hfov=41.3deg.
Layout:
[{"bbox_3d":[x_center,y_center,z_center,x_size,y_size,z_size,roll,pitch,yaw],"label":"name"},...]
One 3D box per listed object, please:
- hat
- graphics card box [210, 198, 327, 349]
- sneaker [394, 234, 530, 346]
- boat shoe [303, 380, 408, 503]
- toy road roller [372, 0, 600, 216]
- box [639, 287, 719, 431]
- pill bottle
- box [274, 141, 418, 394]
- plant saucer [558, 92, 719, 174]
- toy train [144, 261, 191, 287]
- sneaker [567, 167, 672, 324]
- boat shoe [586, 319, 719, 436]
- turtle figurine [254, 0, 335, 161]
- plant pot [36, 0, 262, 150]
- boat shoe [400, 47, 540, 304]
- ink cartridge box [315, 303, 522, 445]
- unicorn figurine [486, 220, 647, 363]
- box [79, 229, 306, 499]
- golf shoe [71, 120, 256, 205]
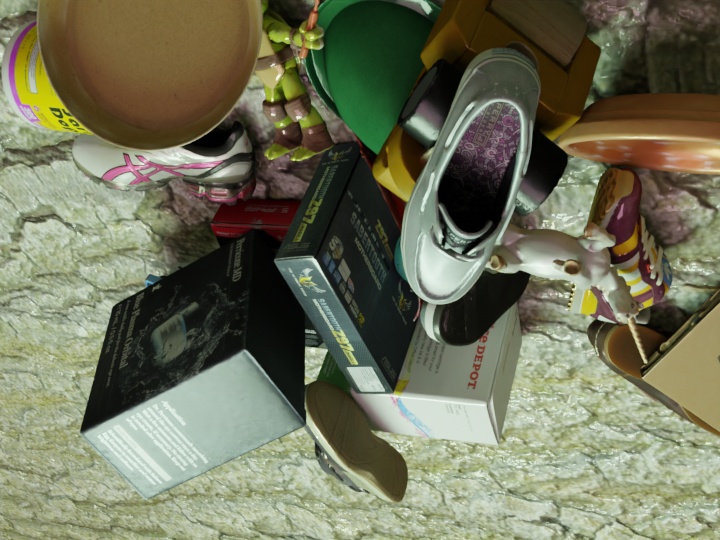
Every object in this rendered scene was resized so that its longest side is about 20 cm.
[{"bbox_3d":[0.016,-0.111,0.805,0.197,0.178,0.166,28,141,-7],"label":"hat"},{"bbox_3d":[-0.081,0.007,1.091,0.123,0.051,0.202,4,136,21],"label":"graphics card box"},{"bbox_3d":[0.078,0.003,0.920,0.119,0.199,0.086,16,113,28],"label":"sneaker"},{"bbox_3d":[-0.019,0.189,1.022,0.064,0.073,0.200,-12,138,31],"label":"boat shoe"},{"bbox_3d":[0.087,-0.125,0.747,0.122,0.203,0.146,33,150,-13],"label":"toy road roller"},{"bbox_3d":[0.402,0.097,0.936,0.198,0.021,0.164,33,117,-12],"label":"box"},{"bbox_3d":[-0.232,-0.177,0.886,0.197,0.105,0.105,11,142,32],"label":"pill bottle"},{"bbox_3d":[0.000,0.000,0.958,0.050,0.160,0.202,-4,134,28],"label":"box"},{"bbox_3d":[0.253,-0.104,0.736,0.195,0.038,0.200,7,-178,0],"label":"plant saucer"},{"bbox_3d":[-0.223,0.075,1.188,0.085,0.115,0.202,16,142,12],"label":"toy train"},{"bbox_3d":[0.251,-0.019,0.885,0.088,0.076,0.201,14,151,11],"label":"sneaker"},{"bbox_3d":[0.327,0.106,1.003,0.198,0.071,0.070,34,178,-11],"label":"boat shoe"},{"bbox_3d":[-0.083,-0.184,0.856,0.197,0.064,0.164,4,122,41],"label":"turtle figurine"},{"bbox_3d":[-0.171,-0.201,0.787,0.195,0.027,0.205,1,96,11],"label":"plant pot"},{"bbox_3d":[0.067,-0.046,0.641,0.069,0.072,0.204,16,128,1],"label":"boat shoe"},{"bbox_3d":[0.068,0.100,1.049,0.196,0.147,0.085,3,140,23],"label":"ink cartridge box"},{"bbox_3d":[0.169,-0.006,0.813,0.197,0.075,0.137,29,-179,19],"label":"unicorn figurine"},{"bbox_3d":[-0.163,0.093,0.987,0.197,0.198,0.118,-26,124,15],"label":"box"},{"bbox_3d":[-0.203,-0.130,0.983,0.195,0.073,0.093,6,134,4],"label":"golf shoe"}]
